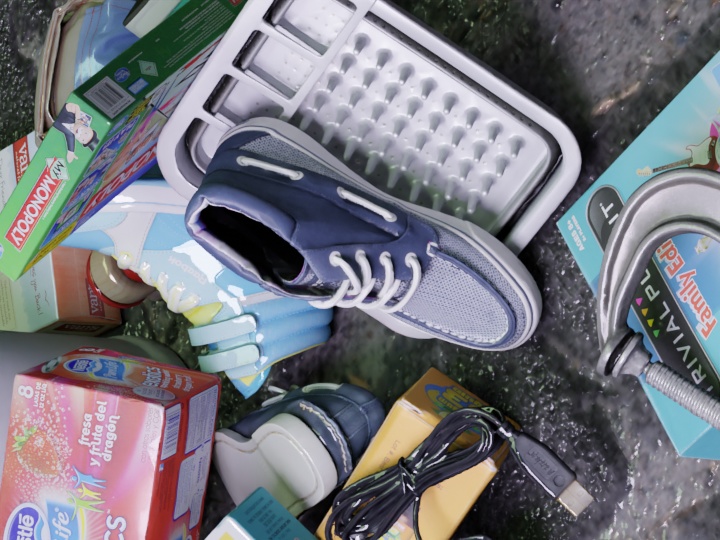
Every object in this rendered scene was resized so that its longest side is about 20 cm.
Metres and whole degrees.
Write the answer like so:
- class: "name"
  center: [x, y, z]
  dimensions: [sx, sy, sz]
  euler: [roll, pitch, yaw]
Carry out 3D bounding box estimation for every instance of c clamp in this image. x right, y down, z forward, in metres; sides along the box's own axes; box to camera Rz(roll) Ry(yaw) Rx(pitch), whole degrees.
- class: "c clamp"
  center: [0.185, 0.054, 1.131]
  dimensions: [0.200, 0.027, 0.171]
  euler: [39, 121, 18]

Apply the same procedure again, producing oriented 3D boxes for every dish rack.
- class: "dish rack"
  center: [0.006, -0.070, 1.322]
  dimensions: [0.172, 0.200, 0.044]
  euler: [-53, 8, 32]

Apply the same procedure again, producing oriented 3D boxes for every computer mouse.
- class: "computer mouse"
  center: [0.085, 0.164, 1.255]
  dimensions: [0.140, 0.046, 0.200]
  euler: [-45, 77, 28]

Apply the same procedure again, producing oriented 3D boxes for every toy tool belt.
- class: "toy tool belt"
  center: [-0.135, -0.087, 1.504]
  dimensions: [0.123, 0.125, 0.201]
  euler: [-27, 65, 52]

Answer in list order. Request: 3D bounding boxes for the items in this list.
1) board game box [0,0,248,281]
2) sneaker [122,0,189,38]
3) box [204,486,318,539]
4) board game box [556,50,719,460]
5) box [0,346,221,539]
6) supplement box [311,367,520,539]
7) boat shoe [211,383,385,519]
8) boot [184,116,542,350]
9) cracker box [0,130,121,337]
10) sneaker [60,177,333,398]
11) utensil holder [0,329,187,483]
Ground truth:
- class: "board game box"
  center: [-0.120, -0.089, 1.322]
  dimensions: [0.029, 0.200, 0.135]
  euler: [39, 131, 4]
- class: "sneaker"
  center: [-0.039, -0.167, 1.408]
  dimensions: [0.200, 0.121, 0.084]
  euler: [-39, 18, 40]
- class: "box"
  center: [-0.014, 0.217, 1.300]
  dimensions: [0.200, 0.049, 0.082]
  euler: [44, 117, 4]
- class: "board game box"
  center: [0.200, -0.027, 1.176]
  dimensions: [0.200, 0.047, 0.151]
  euler: [-48, 52, 32]
- class: "box"
  center: [-0.151, 0.154, 1.392]
  dimensions: [0.095, 0.100, 0.201]
  euler: [11, 101, 15]
- class: "supplement box"
  center: [0.010, 0.154, 1.337]
  dimensions: [0.066, 0.069, 0.200]
  euler: [35, 116, 7]
- class: "boat shoe"
  center: [-0.038, 0.102, 1.394]
  dimensions: [0.075, 0.062, 0.200]
  euler: [54, 159, 4]
- class: "boot"
  center: [0.000, 0.000, 1.283]
  dimensions: [0.073, 0.200, 0.090]
  euler: [-60, 3, 33]
- class: "cracker box"
  center: [-0.250, 0.000, 1.667]
  dimensions: [0.200, 0.058, 0.134]
  euler: [-24, 68, 45]
- class: "sneaker"
  center: [-0.106, 0.010, 1.424]
  dimensions: [0.080, 0.199, 0.131]
  euler: [-90, 1, -87]
- class: "utensil holder"
  center: [-0.223, 0.119, 1.514]
  dimensions: [0.170, 0.200, 0.170]
  euler: [-7, 80, 47]
